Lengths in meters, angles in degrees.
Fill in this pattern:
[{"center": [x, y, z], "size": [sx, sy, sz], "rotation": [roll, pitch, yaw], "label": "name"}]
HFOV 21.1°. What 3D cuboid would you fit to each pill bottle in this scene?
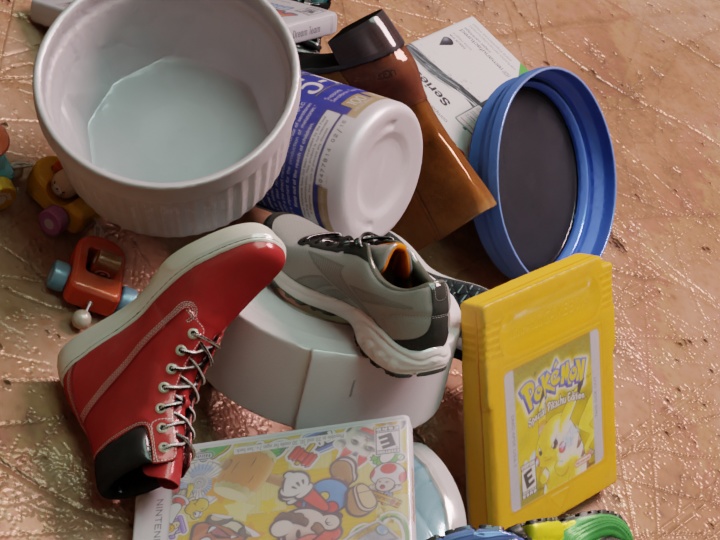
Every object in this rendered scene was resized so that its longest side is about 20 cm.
[{"center": [-0.061, -0.105, 1.584], "size": [0.199, 0.120, 0.120], "rotation": [20, 31, 30], "label": "pill bottle"}]

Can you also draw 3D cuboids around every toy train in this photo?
[{"center": [-0.252, -0.047, 1.482], "size": [0.199, 0.056, 0.151], "rotation": [25, 40, -14], "label": "toy train"}]

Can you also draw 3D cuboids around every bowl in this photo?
[{"center": [0.163, -0.082, 1.742], "size": [0.200, 0.039, 0.202], "rotation": [2, 87, -52], "label": "bowl"}]

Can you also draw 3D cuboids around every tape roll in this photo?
[{"center": [-0.025, 0.047, 1.484], "size": [0.201, 0.071, 0.203], "rotation": [12, 25, -6], "label": "tape roll"}]

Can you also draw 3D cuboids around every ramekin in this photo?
[{"center": [-0.143, -0.119, 1.464], "size": [0.199, 0.105, 0.201], "rotation": [0, 60, 0], "label": "ramekin"}]

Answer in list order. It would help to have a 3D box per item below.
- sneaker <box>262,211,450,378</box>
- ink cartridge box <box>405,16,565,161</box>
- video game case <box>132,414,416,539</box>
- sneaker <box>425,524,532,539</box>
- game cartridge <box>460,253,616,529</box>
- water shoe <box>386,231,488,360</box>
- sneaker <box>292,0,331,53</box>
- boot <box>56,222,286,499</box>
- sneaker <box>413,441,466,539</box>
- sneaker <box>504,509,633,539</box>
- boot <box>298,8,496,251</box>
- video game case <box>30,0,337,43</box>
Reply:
[{"center": [0.000, 0.000, 1.418], "size": [0.074, 0.080, 0.200], "rotation": [-11, 33, -40], "label": "sneaker"}, {"center": [0.080, -0.138, 1.790], "size": [0.147, 0.083, 0.200], "rotation": [46, 40, 12], "label": "ink cartridge box"}, {"center": [-0.060, 0.185, 1.323], "size": [0.199, 0.023, 0.183], "rotation": [-8, 45, 8], "label": "video game case"}, {"center": [0.037, 0.243, 1.329], "size": [0.079, 0.199, 0.075], "rotation": [58, 1, 19], "label": "sneaker"}, {"center": [0.145, 0.100, 1.532], "size": [0.032, 0.201, 0.176], "rotation": [12, 23, 39], "label": "game cartridge"}, {"center": [0.042, 0.031, 1.614], "size": [0.200, 0.079, 0.072], "rotation": [31, 65, 30], "label": "water shoe"}, {"center": [-0.054, -0.238, 1.764], "size": [0.083, 0.121, 0.201], "rotation": [12, 46, -26], "label": "sneaker"}, {"center": [-0.116, 0.070, 1.355], "size": [0.072, 0.200, 0.145], "rotation": [34, 23, -47], "label": "boot"}, {"center": [0.030, 0.206, 1.418], "size": [0.082, 0.074, 0.201], "rotation": [14, 43, -29], "label": "sneaker"}, {"center": [0.152, 0.234, 1.468], "size": [0.200, 0.078, 0.086], "rotation": [2, 65, -56], "label": "sneaker"}, {"center": [-0.002, -0.103, 1.682], "size": [0.201, 0.188, 0.069], "rotation": [60, 25, -11], "label": "boot"}, {"center": [-0.152, -0.220, 1.674], "size": [0.199, 0.024, 0.182], "rotation": [20, 27, 36], "label": "video game case"}]
